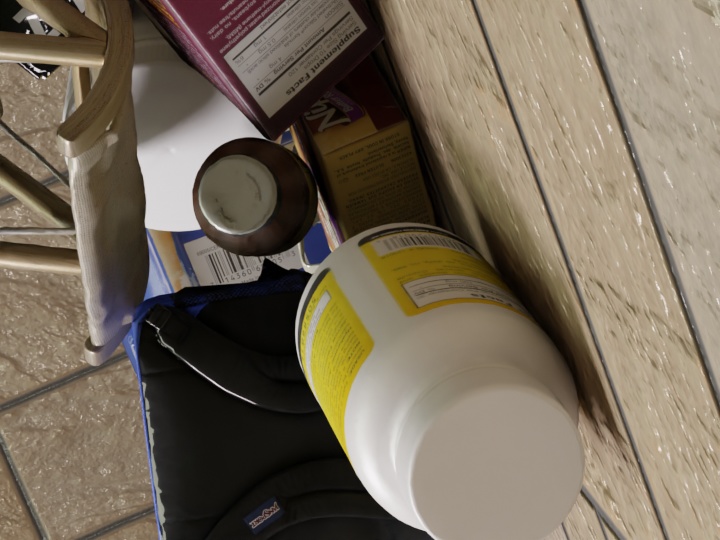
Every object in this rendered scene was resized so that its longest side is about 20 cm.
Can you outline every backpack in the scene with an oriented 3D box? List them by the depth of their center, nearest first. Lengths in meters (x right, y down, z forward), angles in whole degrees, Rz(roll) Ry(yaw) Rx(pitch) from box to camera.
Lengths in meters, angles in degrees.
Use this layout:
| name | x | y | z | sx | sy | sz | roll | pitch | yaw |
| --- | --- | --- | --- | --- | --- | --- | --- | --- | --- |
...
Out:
| name | x | y | z | sx | sy | sz | roll | pitch | yaw |
| --- | --- | --- | --- | --- | --- | --- | --- | --- | --- |
| backpack | -0.016 | 0.071 | 1.395 | 0.168 | 0.199 | 0.164 | -114 | 16 | -82 |

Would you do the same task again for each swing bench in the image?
| name | x | y | z | sx | sy | sz | roll | pitch | yaw |
| --- | --- | --- | --- | --- | --- | --- | --- | --- | --- |
| swing bench | -0.199 | -0.081 | 1.378 | 0.199 | 0.199 | 0.130 | 94 | -160 | -54 |

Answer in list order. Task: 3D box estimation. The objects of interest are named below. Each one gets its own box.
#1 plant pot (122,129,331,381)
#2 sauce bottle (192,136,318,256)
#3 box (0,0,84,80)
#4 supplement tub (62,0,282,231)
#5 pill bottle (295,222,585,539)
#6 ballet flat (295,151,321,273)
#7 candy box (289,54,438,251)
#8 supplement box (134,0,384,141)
| name | x | y | z | sx | sy | sz | roll | pitch | yaw |
| --- | --- | --- | --- | --- | --- | --- | --- | --- | --- |
| plant pot | -0.073 | 0.014 | 1.842 | 0.180 | 0.199 | 0.201 | 104 | 144 | -73 |
| sauce bottle | -0.056 | -0.039 | 1.367 | 0.200 | 0.064 | 0.065 | -74 | -39 | -89 |
| box | -0.174 | -0.221 | 1.439 | 0.159 | 0.200 | 0.049 | 38 | -148 | -23 |
| supplement tub | -0.108 | -0.135 | 1.558 | 0.201 | 0.131 | 0.132 | -90 | -15 | -48 |
| pill bottle | 0.039 | 0.057 | 1.211 | 0.200 | 0.111 | 0.112 | -122 | 10 | -69 |
| ballet flat | 0.000 | 0.000 | 1.681 | 0.074 | 0.074 | 0.201 | 74 | 171 | -59 |
| candy box | 0.003 | -0.047 | 1.484 | 0.201 | 0.056 | 0.117 | 74 | 172 | -49 |
| supplement box | -0.086 | -0.175 | 1.310 | 0.110 | 0.086 | 0.200 | 43 | 174 | 46 |
